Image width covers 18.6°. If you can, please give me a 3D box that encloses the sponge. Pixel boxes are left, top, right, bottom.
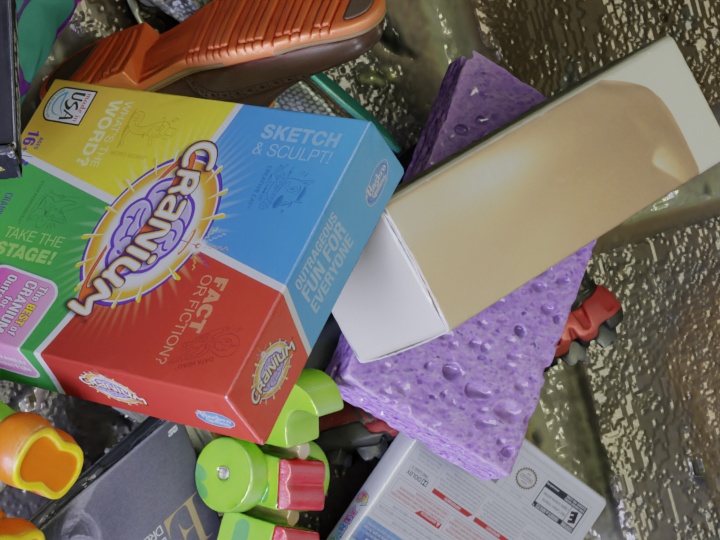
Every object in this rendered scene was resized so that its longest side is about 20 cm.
[{"bbox_3d":[0.064,-0.003,1.171,0.111,0.030,0.201,30,68,-20],"label":"sponge"}]

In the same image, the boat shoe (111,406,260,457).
[{"bbox_3d":[-0.105,0.050,1.165,0.200,0.069,0.071,49,43,-35],"label":"boat shoe"}]

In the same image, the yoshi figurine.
[{"bbox_3d":[-0.235,0.068,1.029,0.112,0.199,0.112,-42,147,-34],"label":"yoshi figurine"}]

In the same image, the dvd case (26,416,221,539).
[{"bbox_3d":[-0.117,0.190,1.120,0.149,0.016,0.201,-40,130,-31],"label":"dvd case"}]

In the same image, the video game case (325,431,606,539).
[{"bbox_3d":[0.034,0.175,1.208,0.143,0.018,0.201,37,85,-35],"label":"video game case"}]

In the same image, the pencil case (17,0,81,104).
[{"bbox_3d":[-0.212,-0.072,1.104,0.092,0.085,0.201,32,72,-38],"label":"pencil case"}]

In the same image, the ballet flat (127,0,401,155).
[{"bbox_3d":[-0.065,-0.113,1.199,0.200,0.072,0.072,45,70,-17],"label":"ballet flat"}]

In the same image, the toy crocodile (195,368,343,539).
[{"bbox_3d":[-0.050,0.147,1.122,0.067,0.061,0.202,8,94,-52],"label":"toy crocodile"}]

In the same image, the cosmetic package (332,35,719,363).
[{"bbox_3d":[0.078,-0.036,1.110,0.199,0.105,0.071,-31,93,-27],"label":"cosmetic package"}]

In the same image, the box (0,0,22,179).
[{"bbox_3d":[-0.263,-0.138,1.049,0.197,0.050,0.202,-3,76,-4],"label":"box"}]

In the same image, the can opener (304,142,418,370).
[{"bbox_3d":[0.000,0.000,1.189,0.200,0.066,0.053,-42,112,-28],"label":"can opener"}]

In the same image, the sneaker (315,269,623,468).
[{"bbox_3d":[0.050,0.036,1.238,0.200,0.071,0.098,-29,93,-21],"label":"sneaker"}]

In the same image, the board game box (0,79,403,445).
[{"bbox_3d":[-0.097,-0.010,1.035,0.154,0.199,0.040,-63,142,-24],"label":"board game box"}]

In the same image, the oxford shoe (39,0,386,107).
[{"bbox_3d":[-0.066,-0.098,1.135,0.073,0.199,0.071,60,34,-28],"label":"oxford shoe"}]

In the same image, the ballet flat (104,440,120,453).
[{"bbox_3d":[-0.156,0.171,1.136,0.072,0.072,0.200,44,68,-17],"label":"ballet flat"}]
